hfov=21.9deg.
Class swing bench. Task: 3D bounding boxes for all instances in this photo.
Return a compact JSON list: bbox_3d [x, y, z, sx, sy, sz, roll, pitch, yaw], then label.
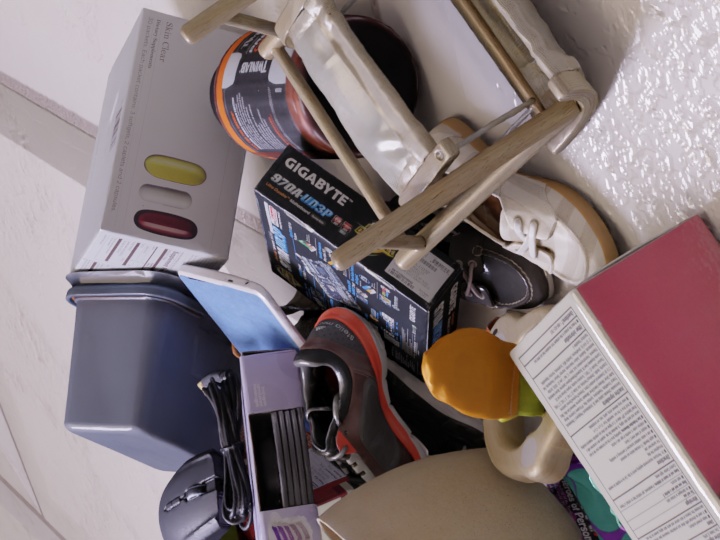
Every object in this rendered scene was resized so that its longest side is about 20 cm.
[{"bbox_3d":[0.029,-0.136,1.216,0.199,0.200,0.130,57,-160,12],"label":"swing bench"}]

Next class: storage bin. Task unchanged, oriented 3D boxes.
[{"bbox_3d":[-0.164,0.095,1.617,0.145,0.135,0.200,-1,161,28],"label":"storage bin"}]

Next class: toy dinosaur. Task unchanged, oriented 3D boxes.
[{"bbox_3d":[-0.027,0.080,1.604,0.102,0.077,0.200,38,-157,-36],"label":"toy dinosaur"}]

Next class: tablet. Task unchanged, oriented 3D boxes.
[{"bbox_3d":[-0.062,0.074,1.524,0.130,0.014,0.200,13,146,52],"label":"tablet"}]

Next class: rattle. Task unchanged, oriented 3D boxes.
[{"bbox_3d":[0.077,0.069,1.320,0.200,0.142,0.131,-127,39,-62],"label":"rattle"}]

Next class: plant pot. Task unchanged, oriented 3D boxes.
[{"bbox_3d":[0.084,0.209,1.361,0.200,0.134,0.200,46,170,10],"label":"plant pot"}]

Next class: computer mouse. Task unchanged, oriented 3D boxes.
[{"bbox_3d":[-0.137,0.161,1.531,0.200,0.046,0.141,133,133,-63],"label":"computer mouse"}]

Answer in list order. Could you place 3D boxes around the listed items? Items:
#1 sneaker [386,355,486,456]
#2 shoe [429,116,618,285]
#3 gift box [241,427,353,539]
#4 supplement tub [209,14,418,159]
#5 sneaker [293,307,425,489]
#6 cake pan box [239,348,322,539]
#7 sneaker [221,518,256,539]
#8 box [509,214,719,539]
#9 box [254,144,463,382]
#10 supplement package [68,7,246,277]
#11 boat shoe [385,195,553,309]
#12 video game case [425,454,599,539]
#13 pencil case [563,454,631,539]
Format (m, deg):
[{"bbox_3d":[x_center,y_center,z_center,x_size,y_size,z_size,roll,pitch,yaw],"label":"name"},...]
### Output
[{"bbox_3d":[0.078,0.119,1.518,0.200,0.079,0.074,40,131,9],"label":"sneaker"},{"bbox_3d":[0.102,-0.040,1.300,0.200,0.053,0.070,40,147,41],"label":"shoe"},{"bbox_3d":[-0.036,0.237,1.737,0.184,0.199,0.187,39,134,45],"label":"gift box"},{"bbox_3d":[-0.046,-0.138,1.425,0.200,0.107,0.107,6,122,61],"label":"supplement tub"},{"bbox_3d":[-0.010,0.132,1.439,0.077,0.082,0.201,-5,114,40],"label":"sneaker"},{"bbox_3d":[-0.064,0.181,1.500,0.200,0.052,0.185,94,167,-63],"label":"cake pan box"},{"bbox_3d":[-0.114,0.277,1.633,0.085,0.077,0.201,-6,101,50],"label":"sneaker"},{"bbox_3d":[0.205,0.089,1.166,0.200,0.109,0.128,57,157,10],"label":"box"},{"bbox_3d":[0.000,0.000,1.411,0.159,0.046,0.200,36,166,12],"label":"box"},{"bbox_3d":[-0.166,-0.093,1.586,0.156,0.110,0.201,141,140,-66],"label":"supplement package"},{"bbox_3d":[0.067,-0.007,1.403,0.200,0.057,0.067,27,140,52],"label":"boat shoe"},{"bbox_3d":[0.135,0.232,1.468,0.181,0.036,0.201,-12,107,39],"label":"video game case"},{"bbox_3d":[0.207,0.201,1.315,0.092,0.085,0.201,-17,101,39],"label":"pencil case"}]
